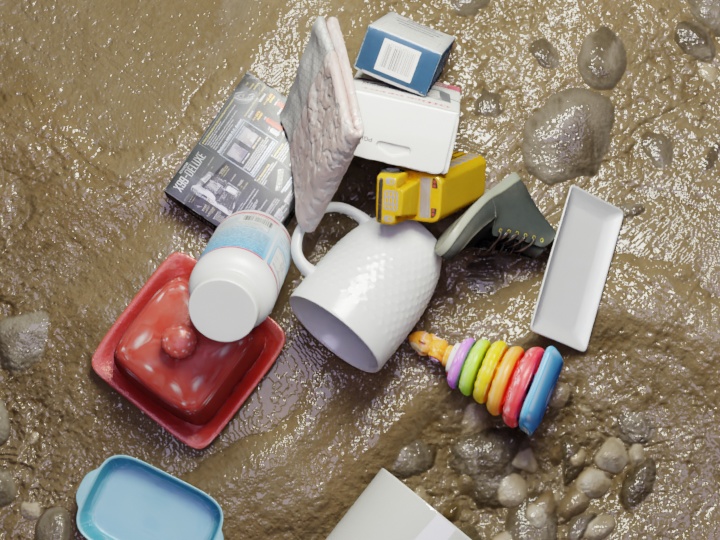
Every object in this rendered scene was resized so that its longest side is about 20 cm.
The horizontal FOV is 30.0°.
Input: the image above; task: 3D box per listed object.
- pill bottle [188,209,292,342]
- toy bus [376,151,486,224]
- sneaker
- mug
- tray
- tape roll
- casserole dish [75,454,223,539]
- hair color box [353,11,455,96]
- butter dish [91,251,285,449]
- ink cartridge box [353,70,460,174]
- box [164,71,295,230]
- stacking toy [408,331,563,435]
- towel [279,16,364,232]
[{"bbox_3d":[-0.150,0.008,1.656,0.108,0.200,0.109,3,113,6],"label":"pill bottle"},{"bbox_3d":[0.089,-0.105,1.714,0.078,0.200,0.065,10,108,24],"label":"toy bus"},{"bbox_3d":[0.181,-0.046,1.730,0.106,0.075,0.200,49,46,2],"label":"sneaker"},{"bbox_3d":[0.000,0.000,1.720,0.200,0.148,0.175,42,71,-6],"label":"mug"},{"bbox_3d":[0.281,-0.002,1.774,0.107,0.022,0.201,22,81,-33],"label":"tray"},{"bbox_3d":[0.061,0.359,1.649,0.202,0.203,0.139,38,83,4],"label":"tape roll"},{"bbox_3d":[-0.269,0.319,1.732,0.199,0.039,0.121,26,82,2],"label":"casserole dish"},{"bbox_3d":[0.060,-0.282,1.737,0.100,0.200,0.061,23,108,3],"label":"hair color box"},{"bbox_3d":[-0.223,0.096,1.709,0.199,0.148,0.200,37,83,3],"label":"butter dish"},{"bbox_3d":[0.051,-0.195,1.719,0.145,0.200,0.085,13,109,1],"label":"ink cartridge box"},{"bbox_3d":[-0.141,-0.138,1.791,0.157,0.050,0.200,33,83,4],"label":"box"},{"bbox_3d":[0.152,0.126,1.742,0.199,0.116,0.110,22,79,14],"label":"stacking toy"},{"bbox_3d":[-0.052,-0.179,1.650,0.032,0.200,0.192,0,57,-20],"label":"towel"}]
